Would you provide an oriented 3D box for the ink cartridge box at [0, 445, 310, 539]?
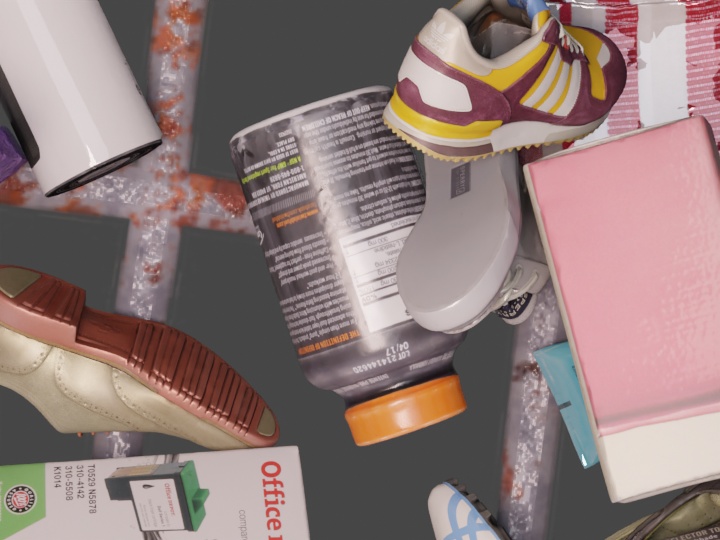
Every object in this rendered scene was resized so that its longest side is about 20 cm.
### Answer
[{"bbox_3d":[-0.124,0.184,1.438,0.199,0.146,0.085,-5,134,-5],"label":"ink cartridge box"}]

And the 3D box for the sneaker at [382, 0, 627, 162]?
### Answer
[{"bbox_3d":[0.099,-0.124,1.422,0.075,0.200,0.090,37,125,23],"label":"sneaker"}]

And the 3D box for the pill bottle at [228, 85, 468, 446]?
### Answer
[{"bbox_3d":[0.000,0.000,1.476,0.106,0.106,0.201,-18,89,-3],"label":"pill bottle"}]

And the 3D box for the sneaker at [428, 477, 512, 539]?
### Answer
[{"bbox_3d":[0.076,0.211,1.461,0.072,0.072,0.200,-24,58,2],"label":"sneaker"}]

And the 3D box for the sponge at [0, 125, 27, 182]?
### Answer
[{"bbox_3d":[-0.249,-0.045,1.420,0.111,0.200,0.030,-32,92,-2],"label":"sponge"}]

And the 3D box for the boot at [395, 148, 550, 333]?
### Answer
[{"bbox_3d":[0.076,-0.005,1.418,0.073,0.200,0.096,-19,119,22],"label":"boot"}]

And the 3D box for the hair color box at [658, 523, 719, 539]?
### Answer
[{"bbox_3d":[0.191,0.258,1.466,0.110,0.064,0.201,-14,110,-2],"label":"hair color box"}]

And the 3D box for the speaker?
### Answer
[{"bbox_3d":[-0.194,-0.150,1.484,0.081,0.081,0.201,-25,91,-3],"label":"speaker"}]

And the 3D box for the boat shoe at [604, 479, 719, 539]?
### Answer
[{"bbox_3d":[0.226,0.150,1.501,0.200,0.066,0.072,-32,92,-2],"label":"boat shoe"}]

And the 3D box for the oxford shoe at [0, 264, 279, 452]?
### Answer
[{"bbox_3d":[-0.145,0.069,1.498,0.199,0.071,0.074,28,113,-2],"label":"oxford shoe"}]

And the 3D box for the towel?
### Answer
[{"bbox_3d":[0.172,-0.100,1.528,0.199,0.023,0.145,-3,90,-3],"label":"towel"}]

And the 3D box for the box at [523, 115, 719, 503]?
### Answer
[{"bbox_3d":[0.175,0.023,1.439,0.109,0.128,0.201,-16,86,9],"label":"box"}]

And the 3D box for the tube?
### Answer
[{"bbox_3d":[0.211,0.043,1.516,0.199,0.050,0.078,-25,81,3],"label":"tube"}]
